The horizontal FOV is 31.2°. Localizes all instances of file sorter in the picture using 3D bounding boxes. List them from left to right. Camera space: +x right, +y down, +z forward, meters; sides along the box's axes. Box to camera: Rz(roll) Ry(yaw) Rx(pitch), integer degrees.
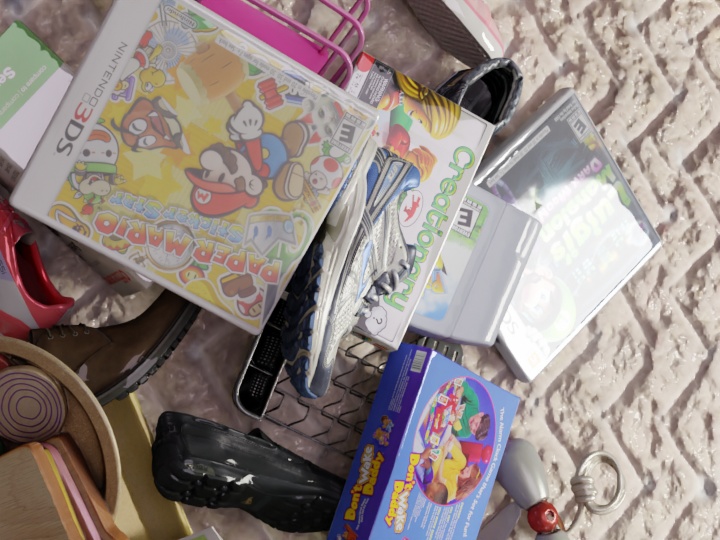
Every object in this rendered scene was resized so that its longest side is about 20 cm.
[{"bbox_3d":[-0.075,-0.181,1.009,0.138,0.126,0.201,28,43,-16],"label":"file sorter"}]

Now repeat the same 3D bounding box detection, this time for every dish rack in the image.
[{"bbox_3d":[-0.001,0.085,1.086,0.198,0.054,0.155,28,75,-16],"label":"dish rack"}]

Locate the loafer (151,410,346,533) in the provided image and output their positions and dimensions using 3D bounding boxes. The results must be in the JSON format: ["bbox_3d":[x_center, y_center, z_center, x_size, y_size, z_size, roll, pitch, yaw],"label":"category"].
[{"bbox_3d":[-0.078,0.160,1.029,0.199,0.068,0.071,23,42,-35],"label":"loafer"}]

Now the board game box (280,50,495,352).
[{"bbox_3d":[0.011,-0.054,1.020,0.125,0.035,0.202,26,79,-11],"label":"board game box"}]

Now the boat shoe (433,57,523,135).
[{"bbox_3d":[0.062,-0.105,1.114,0.071,0.091,0.201,40,72,-11],"label":"boat shoe"}]

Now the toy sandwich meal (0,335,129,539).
[{"bbox_3d":[-0.253,0.146,0.880,0.202,0.070,0.208,3,102,12],"label":"toy sandwich meal"}]

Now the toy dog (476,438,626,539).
[{"bbox_3d":[0.160,0.255,1.121,0.130,0.096,0.203,8,66,-17],"label":"toy dog"}]

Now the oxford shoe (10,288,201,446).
[{"bbox_3d":[-0.201,0.063,0.954,0.199,0.073,0.085,-40,95,-20],"label":"oxford shoe"}]

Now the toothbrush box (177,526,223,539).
[{"bbox_3d":[-0.141,0.317,0.952,0.144,0.086,0.202,-19,114,-22],"label":"toothbrush box"}]

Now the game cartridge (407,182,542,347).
[{"bbox_3d":[0.042,-0.023,1.062,0.198,0.040,0.135,26,82,-12],"label":"game cartridge"}]

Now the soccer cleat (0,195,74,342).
[{"bbox_3d":[-0.287,-0.039,0.974,0.073,0.068,0.202,-24,97,22],"label":"soccer cleat"}]

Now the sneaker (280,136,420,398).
[{"bbox_3d":[0.000,0.000,0.956,0.084,0.077,0.203,17,82,-16],"label":"sneaker"}]

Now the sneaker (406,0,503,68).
[{"bbox_3d":[0.079,-0.280,1.150,0.105,0.075,0.200,-44,95,-14],"label":"sneaker"}]

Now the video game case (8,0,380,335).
[{"bbox_3d":[-0.113,-0.079,0.896,0.199,0.023,0.183,28,95,-15],"label":"video game case"}]

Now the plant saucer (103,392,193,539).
[{"bbox_3d":[-0.239,0.201,0.985,0.198,0.048,0.202,-23,91,-21],"label":"plant saucer"}]

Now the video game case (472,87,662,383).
[{"bbox_3d":[0.167,-0.032,1.163,0.200,0.023,0.183,-42,111,-20],"label":"video game case"}]

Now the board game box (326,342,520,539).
[{"bbox_3d":[0.051,0.177,1.063,0.134,0.044,0.202,30,75,-44],"label":"board game box"}]

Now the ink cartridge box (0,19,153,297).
[{"bbox_3d":[-0.215,-0.076,0.976,0.200,0.146,0.084,44,75,-10],"label":"ink cartridge box"}]
